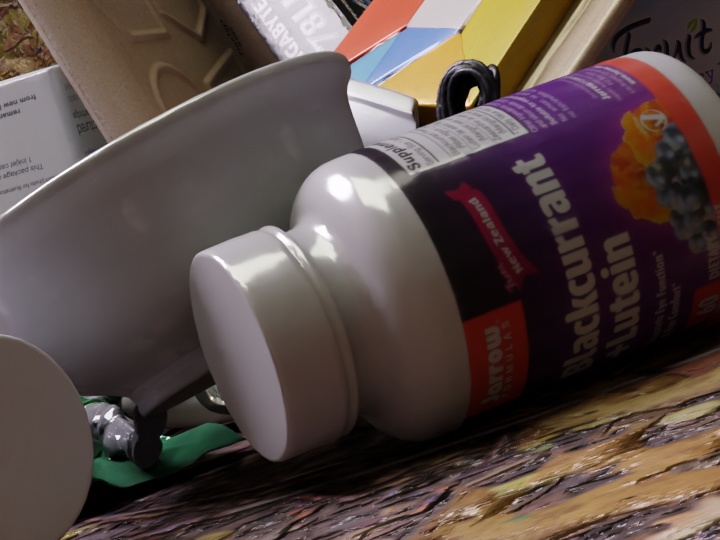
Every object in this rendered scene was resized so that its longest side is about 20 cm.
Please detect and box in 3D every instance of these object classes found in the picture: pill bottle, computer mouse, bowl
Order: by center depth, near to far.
[{"bbox_3d":[0.042,-0.002,0.835,0.200,0.111,0.111,-21,5,-20],"label":"pill bottle"},{"bbox_3d":[-0.194,0.081,0.850,0.200,0.109,0.109,-15,6,45],"label":"pill bottle"},{"bbox_3d":[-0.070,-0.002,0.917,0.201,0.090,0.201,-31,-5,-3],"label":"bowl"},{"bbox_3d":[-0.004,-0.048,0.997,0.044,0.110,0.200,4,8,-36],"label":"computer mouse"}]

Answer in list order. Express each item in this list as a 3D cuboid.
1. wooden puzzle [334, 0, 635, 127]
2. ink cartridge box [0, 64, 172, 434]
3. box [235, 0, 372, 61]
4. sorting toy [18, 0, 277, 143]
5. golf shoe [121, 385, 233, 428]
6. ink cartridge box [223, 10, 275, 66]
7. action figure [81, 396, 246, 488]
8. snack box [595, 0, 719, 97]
[{"bbox_3d":[0.053,-0.119,1.041,0.185,0.037,0.200,10,66,54],"label":"wooden puzzle"},{"bbox_3d":[-0.143,-0.010,1.192,0.083,0.200,0.147,-14,6,19],"label":"ink cartridge box"},{"bbox_3d":[0.000,-0.139,1.258,0.050,0.200,0.198,-47,-38,14],"label":"box"},{"bbox_3d":[-0.106,-0.114,1.195,0.036,0.185,0.200,-34,-3,25],"label":"sorting toy"},{"bbox_3d":[-0.049,0.036,1.036,0.200,0.077,0.088,-17,11,30],"label":"golf shoe"},{"bbox_3d":[-0.063,-0.051,1.323,0.176,0.200,0.084,-20,3,-10],"label":"ink cartridge box"},{"bbox_3d":[-0.139,0.076,1.039,0.118,0.055,0.200,-9,3,-20],"label":"action figure"},{"bbox_3d":[0.194,-0.101,1.036,0.200,0.169,0.068,-15,5,41],"label":"snack box"}]
